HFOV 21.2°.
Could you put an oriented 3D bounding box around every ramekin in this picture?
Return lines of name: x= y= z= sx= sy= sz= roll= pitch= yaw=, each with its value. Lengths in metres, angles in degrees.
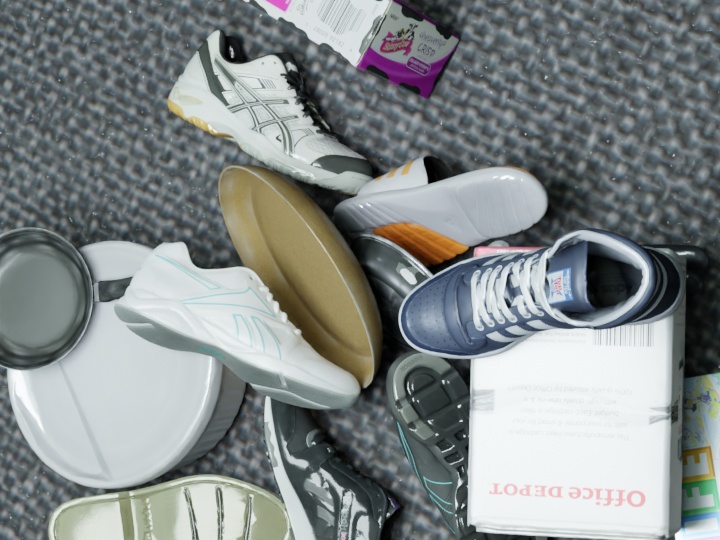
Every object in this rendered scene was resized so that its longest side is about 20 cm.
ramekin: x=-0.184 y=0.078 z=1.581 sx=0.201 sy=0.094 sz=0.204 roll=-3 pitch=84 yaw=26

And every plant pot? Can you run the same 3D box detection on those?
plant pot: x=-0.041 y=0.000 z=1.483 sx=0.027 sy=0.200 sz=0.200 roll=-34 pitch=67 yaw=-19

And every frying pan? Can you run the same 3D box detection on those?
frying pan: x=-0.234 y=0.006 z=1.541 sx=0.189 sy=0.031 sz=0.115 roll=-28 pitch=79 yaw=9
frying pan: x=0.004 y=-0.005 z=1.475 sx=0.190 sy=0.115 sz=0.031 roll=43 pitch=68 yaw=5

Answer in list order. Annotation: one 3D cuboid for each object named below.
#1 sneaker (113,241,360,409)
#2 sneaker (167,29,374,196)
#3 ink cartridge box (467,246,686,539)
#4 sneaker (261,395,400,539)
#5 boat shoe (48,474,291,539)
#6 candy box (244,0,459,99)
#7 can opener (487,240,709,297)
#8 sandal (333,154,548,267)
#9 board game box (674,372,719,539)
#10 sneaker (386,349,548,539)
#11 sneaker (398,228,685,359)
sneaker: x=-0.084 y=0.042 z=1.473 sx=0.199 sy=0.070 sz=0.081 roll=27 pitch=67 yaw=-5
sneaker: x=-0.065 y=-0.130 z=1.550 sx=0.199 sy=0.076 sz=0.088 roll=30 pitch=94 yaw=23
ink cartridge box: x=0.155 y=0.086 z=1.362 sx=0.145 sy=0.085 sz=0.201 roll=1 pitch=87 yaw=17
sneaker: x=-0.014 y=0.176 z=1.511 sx=0.087 sy=0.076 sz=0.201 roll=-18 pitch=81 yaw=9
boat shoe: x=-0.149 y=0.206 z=1.566 sx=0.199 sy=0.068 sz=0.075 roll=0 pitch=80 yaw=6
candy box: x=-0.036 y=-0.216 z=1.508 sx=0.199 sy=0.136 sz=0.061 roll=32 pitch=98 yaw=25
can opener: x=0.163 y=0.007 z=1.440 sx=0.199 sy=0.079 sz=0.064 roll=-12 pitch=42 yaw=22
sandal: x=0.070 y=-0.054 z=1.470 sx=0.206 sy=0.079 sz=0.059 roll=-12 pitch=40 yaw=44
board game box: x=0.290 y=0.169 z=1.367 sx=0.134 sy=0.034 sz=0.201 roll=-13 pitch=80 yaw=26
sneaker: x=0.080 y=0.149 z=1.460 sx=0.075 sy=0.079 sz=0.201 roll=-26 pitch=92 yaw=-12
sneaker: x=0.111 y=0.016 z=1.277 sx=0.199 sy=0.108 sz=0.071 roll=-10 pitch=84 yaw=16
